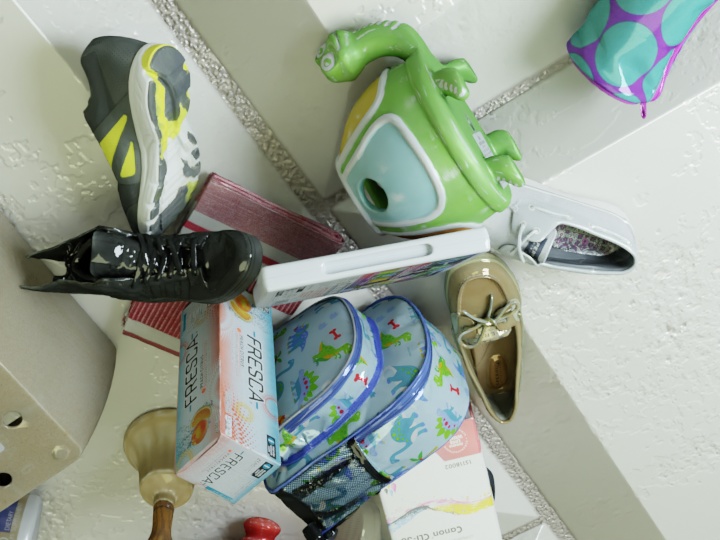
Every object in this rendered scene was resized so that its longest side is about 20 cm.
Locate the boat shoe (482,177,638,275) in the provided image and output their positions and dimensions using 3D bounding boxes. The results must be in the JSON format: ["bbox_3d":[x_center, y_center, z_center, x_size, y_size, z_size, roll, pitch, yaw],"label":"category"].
[{"bbox_3d":[0.162,-0.034,0.935,0.198,0.069,0.073,15,122,-14],"label":"boat shoe"}]

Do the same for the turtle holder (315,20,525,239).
[{"bbox_3d":[0.042,-0.109,0.833,0.131,0.142,0.186,-31,122,17],"label":"turtle holder"}]

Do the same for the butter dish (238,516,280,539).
[{"bbox_3d":[-0.123,0.351,1.135,0.197,0.150,0.199,14,166,-13],"label":"butter dish"}]

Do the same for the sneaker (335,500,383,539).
[{"bbox_3d":[0.026,0.340,1.183,0.114,0.074,0.202,-2,122,-20],"label":"sneaker"}]

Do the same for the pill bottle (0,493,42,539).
[{"bbox_3d":[-0.445,0.279,1.071,0.197,0.112,0.112,11,123,-12],"label":"pill bottle"}]

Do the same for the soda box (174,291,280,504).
[{"bbox_3d":[-0.118,0.100,0.900,0.068,0.201,0.063,34,118,-30],"label":"soda box"}]

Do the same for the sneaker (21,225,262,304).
[{"bbox_3d":[-0.186,-0.005,0.862,0.198,0.061,0.104,-9,163,37],"label":"sneaker"}]

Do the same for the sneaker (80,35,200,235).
[{"bbox_3d":[-0.188,-0.115,0.864,0.084,0.075,0.202,25,135,16],"label":"sneaker"}]

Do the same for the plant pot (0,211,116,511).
[{"bbox_3d":[-0.341,0.106,0.896,0.199,0.177,0.201,-33,123,-1],"label":"plant pot"}]

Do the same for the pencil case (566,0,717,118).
[{"bbox_3d":[0.254,-0.227,0.803,0.092,0.085,0.201,40,117,5],"label":"pencil case"}]

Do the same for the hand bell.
[{"bbox_3d":[-0.197,0.245,1.015,0.103,0.201,0.105,-2,125,-3],"label":"hand bell"}]

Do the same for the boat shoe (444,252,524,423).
[{"bbox_3d":[0.129,0.066,0.988,0.072,0.063,0.201,-14,133,9],"label":"boat shoe"}]

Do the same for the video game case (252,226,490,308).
[{"bbox_3d":[0.000,0.000,0.872,0.180,0.200,0.023,-10,85,-9],"label":"video game case"}]

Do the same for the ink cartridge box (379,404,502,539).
[{"bbox_3d":[0.085,0.249,1.081,0.115,0.068,0.202,-14,103,5],"label":"ink cartridge box"}]

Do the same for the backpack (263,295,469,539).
[{"bbox_3d":[-0.008,0.116,0.955,0.199,0.184,0.147,-33,121,11],"label":"backpack"}]

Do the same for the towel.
[{"bbox_3d":[-0.125,0.012,0.973,0.143,0.023,0.201,25,120,-22],"label":"towel"}]

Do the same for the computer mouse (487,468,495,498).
[{"bbox_3d":[0.090,0.303,1.149,0.058,0.034,0.201,29,99,-13],"label":"computer mouse"}]
